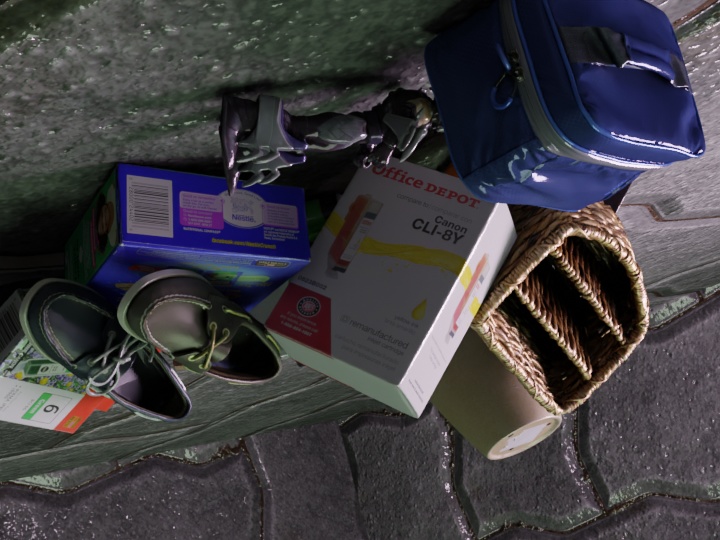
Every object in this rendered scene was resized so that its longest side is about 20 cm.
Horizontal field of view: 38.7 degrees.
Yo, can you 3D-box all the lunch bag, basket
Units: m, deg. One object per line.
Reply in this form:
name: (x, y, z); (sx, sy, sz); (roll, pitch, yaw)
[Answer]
lunch bag: (0.150, -0.130, 0.728); (0.132, 0.136, 0.200); (-26, 162, 40)
basket: (0.205, 0.026, 1.011); (0.142, 0.149, 0.200); (-23, 132, 23)

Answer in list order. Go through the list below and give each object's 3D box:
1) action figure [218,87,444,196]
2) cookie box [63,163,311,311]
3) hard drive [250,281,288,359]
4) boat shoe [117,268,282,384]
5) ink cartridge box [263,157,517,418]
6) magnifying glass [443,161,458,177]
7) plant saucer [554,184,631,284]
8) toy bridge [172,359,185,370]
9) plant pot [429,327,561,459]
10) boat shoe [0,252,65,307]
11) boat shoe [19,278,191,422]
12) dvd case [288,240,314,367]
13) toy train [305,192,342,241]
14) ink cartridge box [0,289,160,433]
action figure: (-0.007, -0.105, 0.784); (0.199, 0.070, 0.130); (-8, 180, -8)
cookie box: (-0.163, -0.015, 0.926); (0.171, 0.075, 0.200); (6, 158, -28)
hard drive: (-0.079, 0.028, 1.152); (0.199, 0.132, 0.026); (-16, 169, 4)
boat shoe: (-0.130, 0.054, 0.879); (0.072, 0.060, 0.202); (-51, 153, 2)
ink cartridge box: (0.030, 0.007, 0.924); (0.145, 0.200, 0.083); (21, 161, 27)
magnifying glass: (0.077, -0.064, 1.104); (0.022, 0.080, 0.200); (-12, 157, -23)
plant saucer: (0.270, -0.065, 1.164); (0.034, 0.201, 0.200); (27, 172, 10)
toy bridge: (-0.160, 0.057, 0.978); (0.067, 0.027, 0.200); (-5, 161, -1)
plant pot: (0.140, 0.104, 1.163); (0.187, 0.200, 0.187); (-21, 153, -12)
boat shoe: (-0.314, 0.036, 0.989); (0.200, 0.093, 0.075); (-3, 162, -45)
boat shoe: (-0.215, 0.077, 0.891); (0.062, 0.075, 0.200); (23, 156, 37)
dvd case: (0.000, 0.000, 1.034); (0.150, 0.200, 0.025); (-17, 132, 8)
toy train: (-0.098, -0.039, 1.056); (0.199, 0.042, 0.056); (-17, 157, 9)
ink cartridge box: (-0.269, 0.095, 0.957); (0.109, 0.050, 0.200); (-47, 145, 11)
